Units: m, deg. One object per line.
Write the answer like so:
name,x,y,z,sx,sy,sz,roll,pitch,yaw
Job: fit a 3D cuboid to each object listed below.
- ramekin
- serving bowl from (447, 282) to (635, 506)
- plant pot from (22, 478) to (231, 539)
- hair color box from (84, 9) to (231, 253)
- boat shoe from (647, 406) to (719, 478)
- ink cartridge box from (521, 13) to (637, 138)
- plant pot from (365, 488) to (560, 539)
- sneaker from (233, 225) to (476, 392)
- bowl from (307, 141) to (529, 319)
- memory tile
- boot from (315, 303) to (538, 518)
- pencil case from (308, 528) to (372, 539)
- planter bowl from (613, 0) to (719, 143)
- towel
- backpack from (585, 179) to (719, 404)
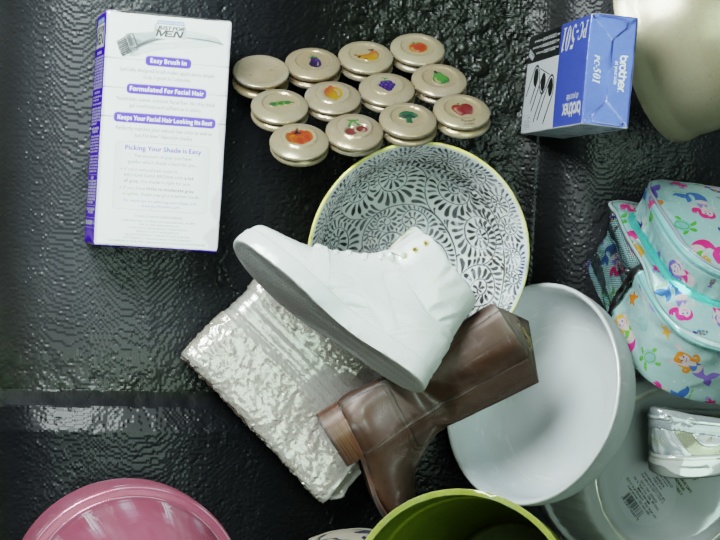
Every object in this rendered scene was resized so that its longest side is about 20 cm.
ramekin,0.269,0.180,1.691,0.200,0.105,0.200,-1,93,-17
serving bowl,0.171,0.115,1.625,0.066,0.200,0.200,20,86,-41
plant pot,-0.185,0.282,1.519,0.200,0.179,0.200,0,92,-16
hair color box,-0.175,-0.118,1.566,0.109,0.065,0.200,4,93,-16
boat shoe,0.352,0.140,1.624,0.202,0.074,0.065,-7,99,-10
ink cartridge box,0.190,-0.168,1.602,0.044,0.200,0.094,5,91,-10
plant pot,0.111,0.288,1.585,0.200,0.193,0.200,-2,85,18
sneaker,0.000,0.000,1.529,0.200,0.074,0.116,36,71,-4
bowl,0.041,-0.018,1.614,0.201,0.094,0.201,-2,100,-12
memory tile,0.000,-0.153,1.584,0.200,0.153,0.017,-11,133,-17
boot,0.086,0.134,1.599,0.200,0.064,0.186,-32,129,0
pencil case,-0.008,0.328,1.625,0.089,0.078,0.200,1,92,3
planter bowl,0.326,-0.226,1.625,0.200,0.135,0.200,30,54,-53
towel,-0.051,0.100,1.628,0.133,0.034,0.200,-46,103,-11
backpack,0.312,0.021,1.629,0.177,0.151,0.200,6,46,-20
